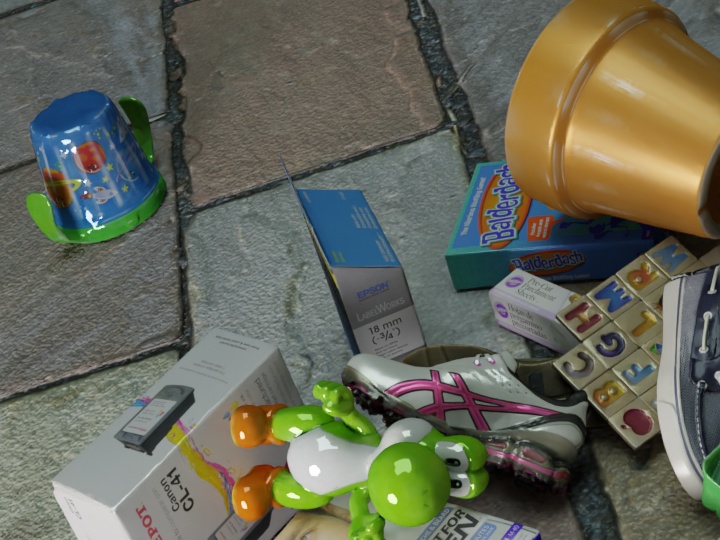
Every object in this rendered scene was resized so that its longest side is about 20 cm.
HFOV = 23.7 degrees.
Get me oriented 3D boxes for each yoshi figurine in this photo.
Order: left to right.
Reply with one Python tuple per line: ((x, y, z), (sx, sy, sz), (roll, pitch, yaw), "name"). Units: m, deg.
((-0.006, 0.147, 1.282), (0.198, 0.113, 0.113), (0, 51, 23), "yoshi figurine")

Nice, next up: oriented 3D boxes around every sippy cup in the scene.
((-0.299, -0.122, 1.897), (0.138, 0.131, 0.178), (-18, 33, 2), "sippy cup")

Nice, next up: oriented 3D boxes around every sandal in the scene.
((0.129, 0.102, 1.416), (0.198, 0.081, 0.054), (-1, -8, 3), "sandal")

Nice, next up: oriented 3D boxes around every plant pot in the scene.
((0.256, -0.120, 1.476), (0.200, 0.201, 0.183), (-38, 47, -26), "plant pot")

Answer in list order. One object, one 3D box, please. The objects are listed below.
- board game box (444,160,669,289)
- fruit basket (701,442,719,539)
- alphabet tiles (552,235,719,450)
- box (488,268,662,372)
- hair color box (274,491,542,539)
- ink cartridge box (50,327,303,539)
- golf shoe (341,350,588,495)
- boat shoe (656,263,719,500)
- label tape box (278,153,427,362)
((0.192, -0.051, 1.617), (0.198, 0.045, 0.153), (-5, 36, 22), "board game box")
((0.312, 0.103, 1.195), (0.094, 0.201, 0.185), (38, 61, 22), "fruit basket")
((0.262, 0.057, 1.395), (0.199, 0.006, 0.167), (-33, 61, -20), "alphabet tiles")
((0.193, 0.052, 1.476), (0.041, 0.039, 0.199), (-35, 37, -24), "box")
((0.033, 0.227, 1.290), (0.199, 0.065, 0.109), (10, 43, 39), "hair color box")
((-0.131, 0.167, 1.383), (0.085, 0.148, 0.200), (12, 46, 41), "ink cartridge box")
((0.083, 0.102, 1.362), (0.198, 0.073, 0.093), (22, 76, 6), "golf shoe")
((0.283, 0.074, 1.314), (0.092, 0.075, 0.202), (-23, 46, 34), "boat shoe")
((0.000, 0.000, 1.503), (0.063, 0.201, 0.145), (-21, 33, -3), "label tape box")
